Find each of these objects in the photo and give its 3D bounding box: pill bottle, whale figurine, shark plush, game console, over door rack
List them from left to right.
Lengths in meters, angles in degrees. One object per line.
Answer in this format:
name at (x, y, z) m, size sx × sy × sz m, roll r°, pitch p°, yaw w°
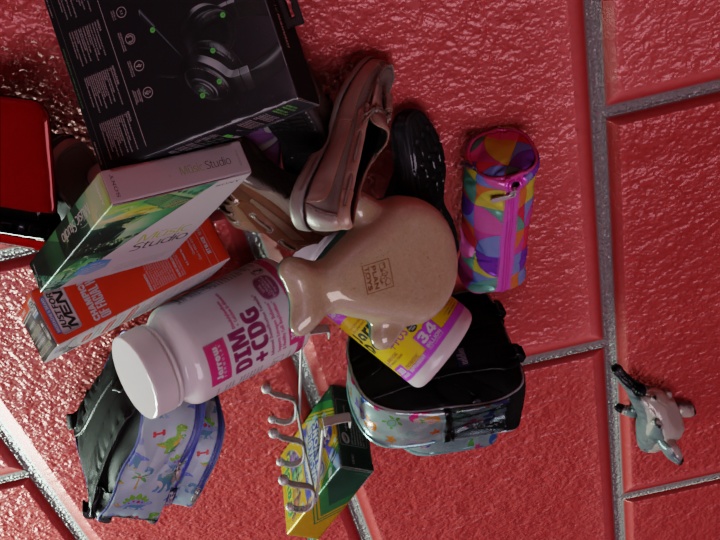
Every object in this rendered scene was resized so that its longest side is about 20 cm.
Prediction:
game console at (-0.357, -0.094, 1.188) m, size 0.197 × 0.121 × 0.172 m, roll 10°, pitch 173°, yaw 18°
pill bottle at (-0.162, 0.075, 1.333) m, size 0.198 × 0.113 × 0.114 m, roll -27°, pitch 147°, yaw -30°
over door rack at (-0.076, 0.183, 1.507) m, size 0.066 × 0.149 × 0.201 m, roll 1°, pitch 138°, yaw -20°
whale figurine at (0.000, 0.000, 1.220) m, size 0.198 × 0.103 × 0.162 m, roll -20°, pitch 104°, yaw -28°
pill bottle at (0.017, 0.029, 1.337) m, size 0.199 × 0.104 × 0.105 m, roll 38°, pitch 128°, yaw 0°
shark plush at (0.387, 0.201, 1.680) m, size 0.082 × 0.092 × 0.199 m, roll -1°, pitch 154°, yaw 39°

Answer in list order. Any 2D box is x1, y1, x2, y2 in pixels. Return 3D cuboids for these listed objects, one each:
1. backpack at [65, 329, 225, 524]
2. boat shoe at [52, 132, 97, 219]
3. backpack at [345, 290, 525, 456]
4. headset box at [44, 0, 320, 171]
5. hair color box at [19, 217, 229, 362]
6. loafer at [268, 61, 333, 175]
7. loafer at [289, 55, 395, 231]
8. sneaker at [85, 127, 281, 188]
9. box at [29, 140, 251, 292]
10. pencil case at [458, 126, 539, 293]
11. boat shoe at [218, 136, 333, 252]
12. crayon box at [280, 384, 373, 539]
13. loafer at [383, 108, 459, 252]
backpack at (-0.245, 0.175, 1.443) m, size 0.145 × 0.184 × 0.201 m, roll 6°, pitch 129°, yaw -30°
boat shoe at (-0.293, -0.071, 1.267) m, size 0.062 × 0.073 × 0.201 m, roll 27°, pitch 152°, yaw 24°
backpack at (0.079, 0.127, 1.451) m, size 0.197 × 0.179 × 0.152 m, roll -7°, pitch 137°, yaw -13°
headset box at (-0.147, -0.196, 1.048) m, size 0.197 × 0.176 × 0.093 m, roll -20°, pitch 180°, yaw 11°
hair color box at (-0.243, 0.016, 1.258) m, size 0.199 × 0.065 × 0.111 m, roll -29°, pitch 179°, yaw -25°
loafer at (-0.044, -0.144, 1.209) m, size 0.072 × 0.072 × 0.200 m, roll 6°, pitch 158°, yaw 12°
loafer at (0.000, -0.116, 1.153) m, size 0.062 × 0.202 × 0.072 m, roll 11°, pitch 149°, yaw 24°
sneaker at (-0.176, -0.131, 1.202) m, size 0.198 × 0.073 × 0.115 m, roll -13°, pitch 137°, yaw -16°
box at (-0.201, -0.046, 1.105) m, size 0.143 × 0.037 × 0.200 m, roll -18°, pitch 167°, yaw -37°
pencil case at (0.147, -0.060, 1.327) m, size 0.087 × 0.089 × 0.201 m, roll -7°, pitch 140°, yaw -3°
boat shoe at (-0.105, -0.071, 1.191) m, size 0.072 × 0.076 × 0.199 m, roll -40°, pitch 131°, yaw 20°
crayon box at (-0.054, 0.263, 1.612) m, size 0.051 × 0.127 × 0.201 m, roll 13°, pitch 134°, yaw -23°
loafer at (0.055, -0.081, 1.299) m, size 0.070 × 0.068 × 0.202 m, roll 12°, pitch 135°, yaw 29°
